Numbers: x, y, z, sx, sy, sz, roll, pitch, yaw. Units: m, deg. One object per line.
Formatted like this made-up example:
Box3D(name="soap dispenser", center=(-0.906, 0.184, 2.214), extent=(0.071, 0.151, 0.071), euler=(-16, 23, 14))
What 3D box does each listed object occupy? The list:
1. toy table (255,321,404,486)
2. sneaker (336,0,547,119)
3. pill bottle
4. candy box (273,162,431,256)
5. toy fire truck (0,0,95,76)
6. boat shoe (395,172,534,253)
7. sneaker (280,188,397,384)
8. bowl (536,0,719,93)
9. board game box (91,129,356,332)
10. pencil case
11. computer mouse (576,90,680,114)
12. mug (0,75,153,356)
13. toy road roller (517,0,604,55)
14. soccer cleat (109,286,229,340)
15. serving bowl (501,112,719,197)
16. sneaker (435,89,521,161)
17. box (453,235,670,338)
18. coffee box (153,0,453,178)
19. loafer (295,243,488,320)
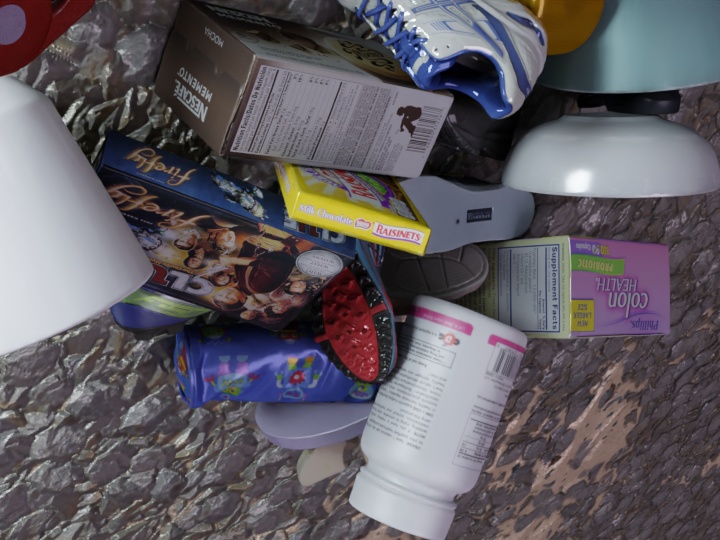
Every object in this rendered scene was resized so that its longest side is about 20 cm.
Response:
Box3D(name="toy table", center=(0.004, 0.150, 1.048), extent=(0.199, 0.184, 0.117), euler=(-17, 129, 13))
Box3D(name="sneaker", center=(0.049, -0.188, 0.764), extent=(0.075, 0.199, 0.088), euler=(120, -7, -59))
Box3D(name="pill bottle", center=(0.067, 0.134, 0.918), extent=(0.113, 0.113, 0.201), euler=(26, 84, -50))
Box3D(name="candy box", center=(-0.014, -0.066, 0.786), extent=(0.102, 0.200, 0.027), euler=(13, 108, -14))
Box3D(name="toy fire truck", center=(-0.201, -0.214, 0.593), extent=(0.168, 0.112, 0.201), euler=(-33, 145, -43))
Box3D(name="boat shoe", center=(0.069, -0.058, 0.960), extent=(0.199, 0.091, 0.071), euler=(-1, 101, -40))
Box3D(name="sneaker", center=(0.000, 0.000, 0.905), extent=(0.079, 0.201, 0.095), euler=(-16, -179, 31))
Box3D(name="bowl", center=(0.255, -0.235, 0.916), extent=(0.200, 0.200, 0.106), euler=(-18, 115, -29))
Box3D(name="board game box", center=(-0.121, -0.023, 0.774), extent=(0.199, 0.035, 0.135), euler=(20, 144, -22))
Box3D(name="pencil case", center=(-0.076, 0.089, 0.947), extent=(0.199, 0.078, 0.087), euler=(0, 119, -19))
Box3D(name="computer mouse", center=(0.256, -0.173, 0.979), extent=(0.058, 0.200, 0.034), euler=(-3, 101, -8))
Box3D(name="mug", center=(-0.249, -0.032, 0.647), extent=(0.186, 0.149, 0.154), euler=(-24, 106, -10))
Box3D(name="toy road roller", center=(0.170, -0.243, 0.807), extent=(0.122, 0.200, 0.147), euler=(-10, 111, -33))
Box3D(name="soccer cleat", center=(-0.124, -0.004, 0.875), extent=(0.199, 0.065, 0.084), euler=(-19, 126, -30))
Box3D(name="serving bowl", center=(0.231, -0.112, 0.932), extent=(0.199, 0.200, 0.066), euler=(-9, 104, -35))
Box3D(name="sneaker", center=(0.100, -0.153, 0.912), extent=(0.200, 0.076, 0.091), euler=(-15, 128, -68))
Box3D(name="box", center=(0.190, 0.020, 1.051), extent=(0.175, 0.199, 0.097), euler=(2, 87, -42))
Box3D(name="coffee box", center=(-0.042, -0.138, 0.783), extent=(0.199, 0.113, 0.080), euler=(2, 121, -41))
Box3D(name="loafer", center=(0.027, 0.015, 0.997), extent=(0.199, 0.072, 0.063), euler=(-10, 152, -2))
